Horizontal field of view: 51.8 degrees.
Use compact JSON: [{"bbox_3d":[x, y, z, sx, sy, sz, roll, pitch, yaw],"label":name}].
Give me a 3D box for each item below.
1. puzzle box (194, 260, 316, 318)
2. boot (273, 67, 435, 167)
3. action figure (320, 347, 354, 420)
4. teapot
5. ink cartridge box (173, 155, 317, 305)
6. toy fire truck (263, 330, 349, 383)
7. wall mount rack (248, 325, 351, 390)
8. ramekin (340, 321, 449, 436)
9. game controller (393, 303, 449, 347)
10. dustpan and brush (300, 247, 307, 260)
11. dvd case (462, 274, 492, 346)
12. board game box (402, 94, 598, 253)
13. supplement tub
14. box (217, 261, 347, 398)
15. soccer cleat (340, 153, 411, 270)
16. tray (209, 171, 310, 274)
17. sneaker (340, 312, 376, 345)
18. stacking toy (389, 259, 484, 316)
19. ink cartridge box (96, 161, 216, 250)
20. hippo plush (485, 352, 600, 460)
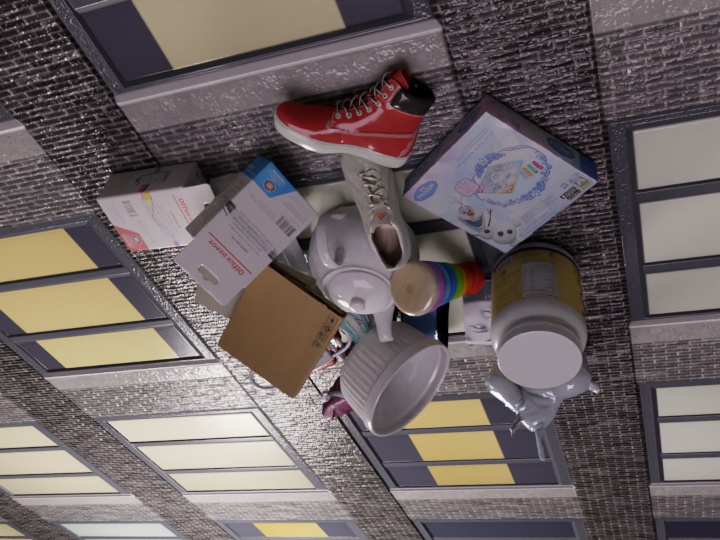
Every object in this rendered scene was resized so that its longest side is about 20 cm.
[{"bbox_3d":[-0.176,0.034,1.223,0.199,0.025,0.134,24,121,12],"label":"puzzle box"},{"bbox_3d":[-0.008,-0.222,0.986,0.199,0.073,0.144,10,141,-13],"label":"boot"},{"bbox_3d":[-0.012,0.231,1.483,0.148,0.134,0.200,16,143,-9],"label":"action figure"},{"bbox_3d":[0.000,0.000,1.191,0.199,0.147,0.198,19,140,-11],"label":"teapot"},{"bbox_3d":[-0.178,-0.060,1.114,0.200,0.068,0.116,-45,119,-5],"label":"ink cartridge box"},{"bbox_3d":[-0.113,0.135,1.402,0.167,0.112,0.200,-2,141,16],"label":"toy fire truck"},{"bbox_3d":[-0.121,0.115,1.282,0.199,0.075,0.174,-29,120,11],"label":"wall mount rack"},{"bbox_3d":[0.056,0.185,1.326,0.105,0.200,0.201,38,154,33],"label":"ramekin"},{"bbox_3d":[0.110,0.085,1.354,0.104,0.042,0.200,3,140,8],"label":"game controller"},{"bbox_3d":[-0.136,0.008,1.311,0.139,0.057,0.200,-8,131,26],"label":"dustpan and brush"},{"bbox_3d":[0.260,0.077,1.333,0.148,0.016,0.200,0,140,11],"label":"dvd case"},{"bbox_3d":[0.198,-0.130,1.072,0.198,0.044,0.200,26,138,-20],"label":"board game box"},{"bbox_3d":[0.276,0.068,1.158,0.145,0.200,0.146,5,131,6],"label":"supplement tub"},{"bbox_3d":[-0.132,0.096,1.203,0.163,0.021,0.200,35,123,5],"label":"box"},{"bbox_3d":[0.025,-0.095,1.072,0.069,0.078,0.201,-19,102,15],"label":"soccer cleat"},{"bbox_3d":[-0.163,-0.065,1.195,0.107,0.022,0.201,-9,120,24],"label":"tray"},{"bbox_3d":[0.021,0.107,1.372,0.078,0.086,0.200,39,175,27],"label":"sneaker"},{"bbox_3d":[0.135,0.021,1.183,0.085,0.086,0.200,-27,167,36],"label":"stacking toy"},{"bbox_3d":[-0.299,-0.102,1.184,0.199,0.068,0.117,-4,134,18],"label":"ink cartridge box"},{"bbox_3d":[0.336,0.200,1.363,0.159,0.200,0.161,39,117,0],"label":"hippo plush"}]
